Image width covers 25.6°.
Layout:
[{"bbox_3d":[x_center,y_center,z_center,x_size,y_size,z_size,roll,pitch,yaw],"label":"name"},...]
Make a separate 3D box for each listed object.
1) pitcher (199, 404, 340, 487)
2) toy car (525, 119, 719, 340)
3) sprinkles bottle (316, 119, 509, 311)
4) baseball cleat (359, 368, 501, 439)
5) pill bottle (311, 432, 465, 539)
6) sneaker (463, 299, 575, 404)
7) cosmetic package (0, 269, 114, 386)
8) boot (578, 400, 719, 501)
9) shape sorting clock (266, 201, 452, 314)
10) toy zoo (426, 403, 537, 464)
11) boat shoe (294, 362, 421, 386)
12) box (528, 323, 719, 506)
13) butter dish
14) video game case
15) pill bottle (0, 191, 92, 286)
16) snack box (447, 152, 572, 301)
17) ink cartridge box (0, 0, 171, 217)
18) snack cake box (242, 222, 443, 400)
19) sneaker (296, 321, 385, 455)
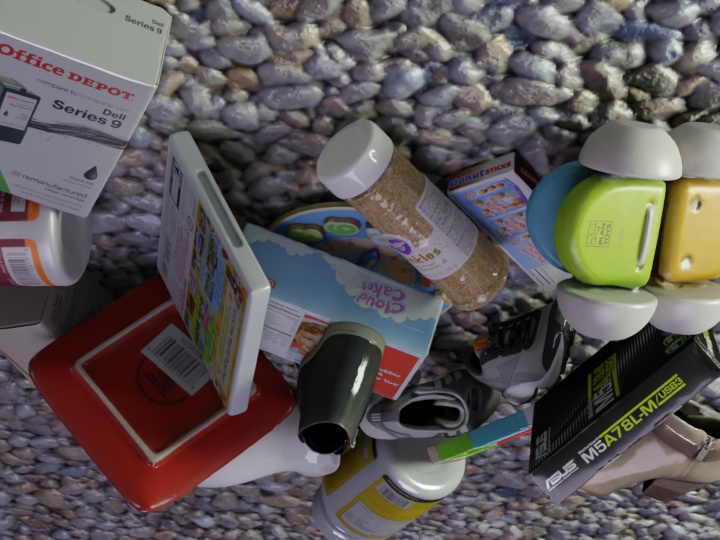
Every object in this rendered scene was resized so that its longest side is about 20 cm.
[{"bbox_3d":[-0.140,0.183,1.749,0.199,0.122,0.171,7,162,-21],"label":"pitcher"},{"bbox_3d":[0.225,-0.043,1.331,0.199,0.176,0.150,-3,-162,-34],"label":"toy car"},{"bbox_3d":[0.049,-0.047,1.398,0.068,0.069,0.200,-23,128,35],"label":"sprinkles bottle"},{"bbox_3d":[0.092,0.142,1.608,0.199,0.070,0.106,-10,-174,-41],"label":"baseball cleat"},{"bbox_3d":[0.024,0.238,1.789,0.111,0.113,0.200,21,143,-20],"label":"pill bottle"},{"bbox_3d":[0.157,0.077,1.559,0.079,0.074,0.200,22,154,-7],"label":"sneaker"},{"bbox_3d":[-0.293,0.069,1.607,0.073,0.104,0.200,-8,142,21],"label":"cosmetic package"},{"bbox_3d":[0.305,0.187,1.724,0.199,0.071,0.147,14,138,-13],"label":"boot"},{"bbox_3d":[0.000,0.000,1.518,0.198,0.039,0.201,4,145,3],"label":"shape sorting clock"},{"bbox_3d":[0.175,0.154,1.643,0.199,0.021,0.131,-23,170,12],"label":"toy zoo"},{"bbox_3d":[-0.026,0.096,1.612,0.200,0.072,0.070,27,174,-30],"label":"boat shoe"},{"bbox_3d":[0.239,0.108,1.453,0.193,0.200,0.048,-39,96,15],"label":"box"},{"bbox_3d":[-0.195,0.136,1.551,0.200,0.199,0.148,46,152,18],"label":"butter dish"},{"bbox_3d":[-0.136,0.005,1.431,0.023,0.183,0.201,-17,149,-22],"label":"video game case"},{"bbox_3d":[-0.355,-0.042,1.447,0.198,0.115,0.114,0,145,9],"label":"pill bottle"},{"bbox_3d":[0.162,-0.035,1.456,0.072,0.024,0.200,-17,139,32],"label":"snack box"},{"bbox_3d":[-0.258,-0.148,1.307,0.145,0.085,0.200,18,143,-17],"label":"ink cartridge box"},{"bbox_3d":[-0.034,0.041,1.496,0.199,0.068,0.115,22,150,-4],"label":"snack cake box"},{"bbox_3d":[-0.034,0.134,1.474,0.074,0.107,0.200,18,151,1],"label":"sneaker"}]
